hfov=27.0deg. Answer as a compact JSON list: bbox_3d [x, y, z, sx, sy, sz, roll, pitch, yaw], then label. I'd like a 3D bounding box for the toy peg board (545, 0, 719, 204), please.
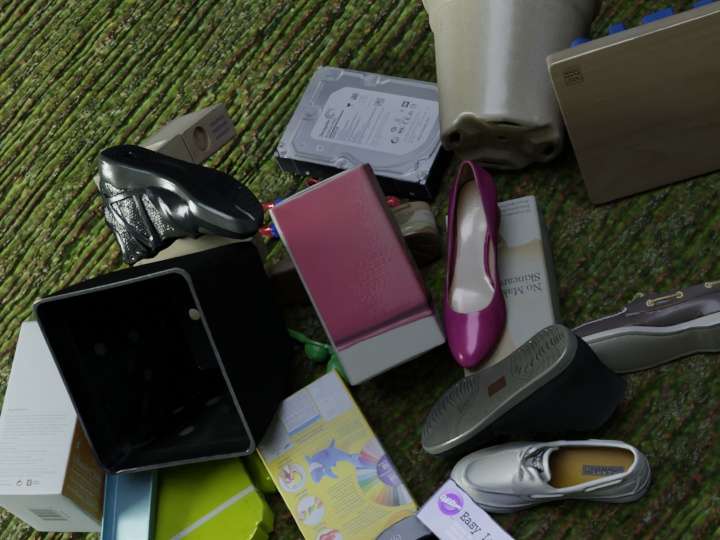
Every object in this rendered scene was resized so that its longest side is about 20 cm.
[{"bbox_3d":[0.307,-0.196,1.566,0.199,0.199,0.098,-17,42,11],"label":"toy peg board"}]

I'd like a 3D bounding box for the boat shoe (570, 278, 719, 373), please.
[{"bbox_3d":[0.299,0.052,1.497,0.199,0.072,0.060,-13,53,9],"label":"boat shoe"}]

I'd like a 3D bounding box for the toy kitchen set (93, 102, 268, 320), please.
[{"bbox_3d":[-0.153,-0.069,1.687,0.163,0.201,0.180,-14,20,32],"label":"toy kitchen set"}]

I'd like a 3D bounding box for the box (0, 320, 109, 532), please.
[{"bbox_3d":[-0.318,0.169,1.630,0.097,0.124,0.201,-3,62,19],"label":"box"}]

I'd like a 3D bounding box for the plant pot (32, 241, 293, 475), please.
[{"bbox_3d":[-0.180,0.072,1.554,0.199,0.200,0.177,-12,17,31],"label":"plant pot"}]

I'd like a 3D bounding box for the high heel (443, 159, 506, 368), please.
[{"bbox_3d":[0.109,-0.008,1.498,0.067,0.096,0.201,2,63,23],"label":"high heel"}]

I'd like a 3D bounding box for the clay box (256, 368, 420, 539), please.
[{"bbox_3d":[-0.021,0.214,1.524,0.115,0.048,0.200,-31,68,0],"label":"clay box"}]

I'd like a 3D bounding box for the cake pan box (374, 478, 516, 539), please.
[{"bbox_3d":[0.089,0.324,1.415,0.184,0.052,0.200,-43,69,-8],"label":"cake pan box"}]

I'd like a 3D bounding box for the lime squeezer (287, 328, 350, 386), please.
[{"bbox_3d":[-0.045,0.107,1.623,0.071,0.038,0.200,-53,52,26],"label":"lime squeezer"}]

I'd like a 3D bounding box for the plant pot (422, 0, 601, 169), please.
[{"bbox_3d":[0.158,-0.218,1.633,0.200,0.200,0.184,-1,69,20],"label":"plant pot"}]

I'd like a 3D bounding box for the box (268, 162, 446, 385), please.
[{"bbox_3d":[0.000,0.000,1.549,0.109,0.128,0.201,-25,94,5],"label":"box"}]

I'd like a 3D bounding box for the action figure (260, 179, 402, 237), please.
[{"bbox_3d":[-0.048,-0.068,1.709,0.199,0.052,0.066,-2,57,17],"label":"action figure"}]

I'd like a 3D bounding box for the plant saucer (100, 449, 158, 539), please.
[{"bbox_3d":[-0.242,0.289,1.561,0.070,0.019,0.201,-13,67,33],"label":"plant saucer"}]

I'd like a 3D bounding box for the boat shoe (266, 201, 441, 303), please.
[{"bbox_3d":[-0.010,-0.021,1.658,0.199,0.071,0.065,-17,49,4],"label":"boat shoe"}]

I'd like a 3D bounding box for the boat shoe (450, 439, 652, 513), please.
[{"bbox_3d":[0.180,0.193,1.461,0.199,0.070,0.071,-2,62,19],"label":"boat shoe"}]

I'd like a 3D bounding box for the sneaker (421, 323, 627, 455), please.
[{"bbox_3d":[0.159,0.142,1.471,0.200,0.106,0.075,-35,33,28],"label":"sneaker"}]

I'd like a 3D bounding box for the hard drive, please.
[{"bbox_3d":[0.014,-0.163,1.737,0.199,0.038,0.140,13,63,27],"label":"hard drive"}]

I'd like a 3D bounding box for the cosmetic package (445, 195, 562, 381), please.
[{"bbox_3d":[0.153,0.031,1.561,0.105,0.071,0.201,-14,58,12],"label":"cosmetic package"}]

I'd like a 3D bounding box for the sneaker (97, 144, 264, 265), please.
[{"bbox_3d":[-0.187,-0.051,1.560,0.199,0.115,0.076,18,31,22],"label":"sneaker"}]

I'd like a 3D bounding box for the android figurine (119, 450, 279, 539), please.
[{"bbox_3d":[-0.165,0.247,1.579,0.182,0.041,0.200,-35,56,-1],"label":"android figurine"}]
